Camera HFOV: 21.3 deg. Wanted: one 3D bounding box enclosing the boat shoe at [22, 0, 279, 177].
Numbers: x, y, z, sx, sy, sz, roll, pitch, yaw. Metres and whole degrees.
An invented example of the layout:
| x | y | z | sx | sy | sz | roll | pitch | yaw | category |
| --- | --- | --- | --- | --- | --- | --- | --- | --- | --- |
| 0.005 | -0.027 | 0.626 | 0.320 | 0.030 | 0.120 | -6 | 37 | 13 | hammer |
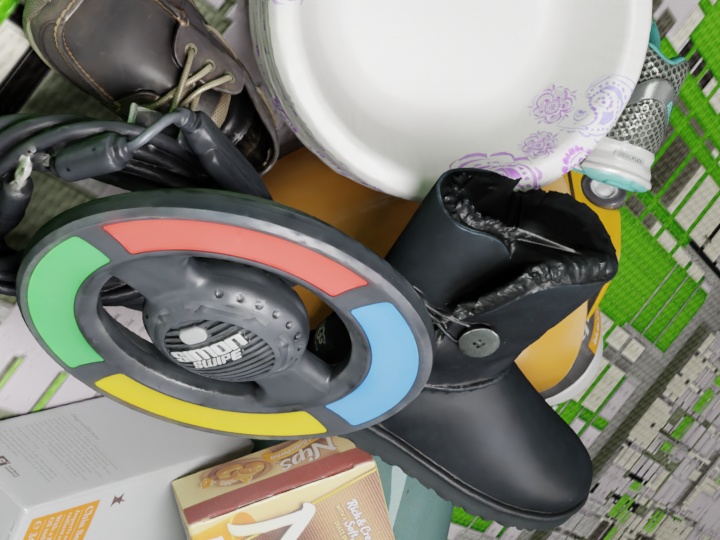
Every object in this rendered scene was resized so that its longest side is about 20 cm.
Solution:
| x | y | z | sx | sy | sz | roll | pitch | yaw | category |
| --- | --- | --- | --- | --- | --- | --- | --- | --- | --- |
| -0.090 | -0.098 | 0.937 | 0.075 | 0.073 | 0.200 | -52 | 155 | 4 | boat shoe |

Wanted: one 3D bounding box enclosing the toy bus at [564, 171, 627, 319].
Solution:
| x | y | z | sx | sy | sz | roll | pitch | yaw | category |
| --- | --- | --- | --- | --- | --- | --- | --- | --- | --- |
| 0.117 | -0.065 | 1.216 | 0.078 | 0.200 | 0.065 | 1 | 145 | -11 | toy bus |

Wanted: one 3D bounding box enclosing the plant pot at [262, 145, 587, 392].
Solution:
| x | y | z | sx | sy | sz | roll | pitch | yaw | category |
| --- | --- | --- | --- | --- | --- | --- | --- | --- | --- |
| 0.000 | 0.000 | 1.107 | 0.183 | 0.200 | 0.200 | -17 | 142 | -25 | plant pot |

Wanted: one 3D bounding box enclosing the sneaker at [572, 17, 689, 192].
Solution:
| x | y | z | sx | sy | sz | roll | pitch | yaw | category |
| --- | --- | --- | --- | --- | --- | --- | --- | --- | --- |
| 0.138 | -0.125 | 1.119 | 0.077 | 0.200 | 0.091 | 15 | 114 | -27 | sneaker |

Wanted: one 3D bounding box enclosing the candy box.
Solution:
| x | y | z | sx | sy | sz | roll | pitch | yaw | category |
| --- | --- | --- | --- | --- | --- | --- | --- | --- | --- |
| -0.031 | 0.201 | 1.156 | 0.115 | 0.055 | 0.200 | -19 | 118 | -10 | candy box |

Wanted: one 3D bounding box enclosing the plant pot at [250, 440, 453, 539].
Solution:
| x | y | z | sx | sy | sz | roll | pitch | yaw | category |
| --- | --- | --- | --- | --- | --- | --- | --- | --- | --- |
| -0.019 | 0.147 | 1.266 | 0.200 | 0.200 | 0.196 | -20 | 134 | -47 | plant pot |

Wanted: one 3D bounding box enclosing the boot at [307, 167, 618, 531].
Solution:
| x | y | z | sx | sy | sz | roll | pitch | yaw | category |
| --- | --- | --- | --- | --- | --- | --- | --- | --- | --- |
| 0.081 | 0.043 | 0.985 | 0.200 | 0.077 | 0.168 | 28 | 129 | -22 | boot |

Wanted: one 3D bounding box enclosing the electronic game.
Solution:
| x | y | z | sx | sy | sz | roll | pitch | yaw | category |
| --- | --- | --- | --- | --- | --- | --- | --- | --- | --- |
| -0.064 | 0.025 | 0.902 | 0.200 | 0.200 | 0.042 | 85 | 14 | -56 | electronic game |

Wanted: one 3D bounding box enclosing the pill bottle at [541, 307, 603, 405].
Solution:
| x | y | z | sx | sy | sz | roll | pitch | yaw | category |
| --- | --- | --- | --- | --- | --- | --- | --- | --- | --- |
| 0.111 | 0.031 | 1.391 | 0.116 | 0.116 | 0.200 | -50 | 155 | -1 | pill bottle |

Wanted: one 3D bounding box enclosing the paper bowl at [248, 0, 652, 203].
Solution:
| x | y | z | sx | sy | sz | roll | pitch | yaw | category |
| --- | --- | --- | --- | --- | --- | --- | --- | --- | --- |
| 0.042 | -0.136 | 0.994 | 0.201 | 0.201 | 0.104 | -48 | -166 | -5 | paper bowl |

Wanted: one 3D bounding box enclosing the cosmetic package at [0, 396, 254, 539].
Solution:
| x | y | z | sx | sy | sz | roll | pitch | yaw | category |
| --- | --- | --- | --- | --- | --- | --- | --- | --- | --- |
| -0.165 | 0.137 | 1.134 | 0.200 | 0.071 | 0.102 | -12 | 135 | -54 | cosmetic package |

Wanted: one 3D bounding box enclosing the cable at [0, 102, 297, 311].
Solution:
| x | y | z | sx | sy | sz | roll | pitch | yaw | category |
| --- | --- | --- | --- | --- | --- | --- | --- | --- | --- |
| -0.118 | -0.015 | 0.940 | 0.163 | 0.051 | 0.200 | -14 | 153 | 15 | cable |
